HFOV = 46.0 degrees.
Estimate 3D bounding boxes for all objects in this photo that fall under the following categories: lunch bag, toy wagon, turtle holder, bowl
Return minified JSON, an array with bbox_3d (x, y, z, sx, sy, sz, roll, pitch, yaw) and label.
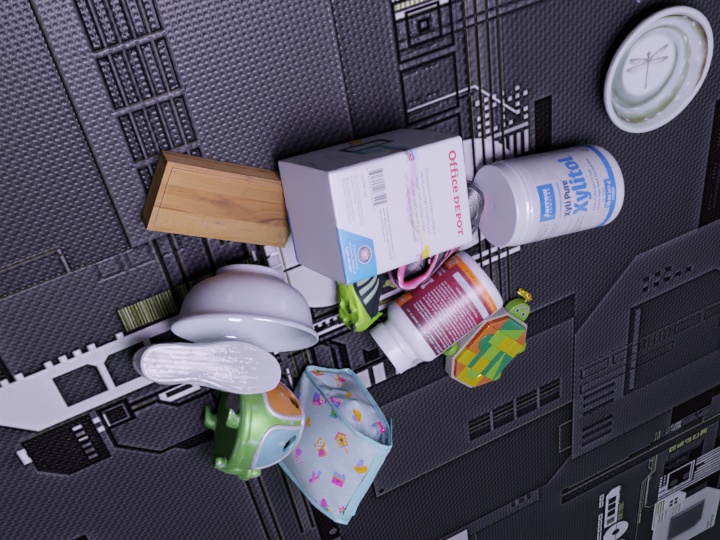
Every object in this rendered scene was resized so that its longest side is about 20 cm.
[{"bbox_3d":[-0.038,0.276,1.349,0.122,0.200,0.171,9,117,-44],"label":"lunch bag"},{"bbox_3d":[0.236,0.118,1.505,0.155,0.040,0.200,31,105,-41],"label":"toy wagon"},{"bbox_3d":[-0.162,0.249,1.291,0.131,0.141,0.186,8,96,-25],"label":"turtle holder"},{"bbox_3d":[-0.155,0.048,1.167,0.200,0.091,0.201,3,163,1],"label":"bowl"}]

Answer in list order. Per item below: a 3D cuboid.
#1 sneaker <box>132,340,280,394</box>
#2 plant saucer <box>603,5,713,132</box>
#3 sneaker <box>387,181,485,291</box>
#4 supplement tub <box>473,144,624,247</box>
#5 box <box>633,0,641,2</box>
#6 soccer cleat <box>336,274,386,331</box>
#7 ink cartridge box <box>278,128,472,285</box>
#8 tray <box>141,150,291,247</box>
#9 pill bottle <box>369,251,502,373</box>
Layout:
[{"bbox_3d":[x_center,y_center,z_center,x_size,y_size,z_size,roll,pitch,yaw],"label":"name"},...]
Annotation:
[{"bbox_3d":[-0.221,0.133,1.206,0.199,0.116,0.074,11,82,-24],"label":"sneaker"},{"bbox_3d":[0.445,-0.311,1.300,0.200,0.050,0.201,-15,129,-19],"label":"plant saucer"},{"bbox_3d":[0.116,-0.045,1.267,0.079,0.095,0.200,38,102,-2],"label":"sneaker"},{"bbox_3d":[0.287,-0.116,1.300,0.199,0.132,0.132,-14,129,-22],"label":"supplement tub"},{"bbox_3d":[0.362,-0.491,1.073,0.200,0.117,0.197,-42,133,2],"label":"box"},{"bbox_3d":[0.000,0.000,1.274,0.081,0.067,0.200,-31,134,-36],"label":"soccer cleat"},{"bbox_3d":[0.022,-0.091,1.115,0.200,0.146,0.147,-18,111,-26],"label":"ink cartridge box"},{"bbox_3d":[-0.176,-0.090,1.118,0.200,0.037,0.099,6,120,-34],"label":"tray"},{"bbox_3d":[0.117,0.070,1.351,0.200,0.113,0.113,-37,133,-1],"label":"pill bottle"}]
